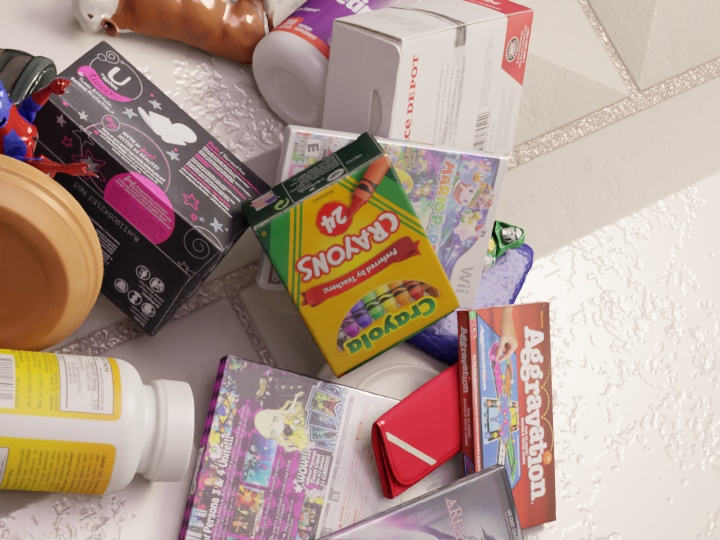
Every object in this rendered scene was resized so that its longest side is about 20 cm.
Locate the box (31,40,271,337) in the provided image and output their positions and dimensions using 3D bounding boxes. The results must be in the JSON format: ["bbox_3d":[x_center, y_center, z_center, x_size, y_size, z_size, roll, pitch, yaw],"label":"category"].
[{"bbox_3d":[-0.197,-0.069,1.477,0.200,0.132,0.115,42,38,-1],"label":"box"}]

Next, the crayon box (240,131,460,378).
[{"bbox_3d":[0.000,0.000,1.465,0.127,0.051,0.200,-30,123,-2],"label":"crayon box"}]

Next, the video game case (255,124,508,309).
[{"bbox_3d":[0.019,-0.044,1.497,0.199,0.018,0.144,6,109,-19],"label":"video game case"}]

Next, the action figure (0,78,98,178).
[{"bbox_3d":[-0.263,-0.133,1.338,0.099,0.200,0.065,-2,55,17],"label":"action figure"}]

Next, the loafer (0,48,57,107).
[{"bbox_3d":[-0.335,-0.114,1.500,0.063,0.072,0.200,23,56,10],"label":"loafer"}]

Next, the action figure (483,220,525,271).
[{"bbox_3d":[0.057,-0.034,1.568,0.199,0.055,0.119,2,70,-21],"label":"action figure"}]

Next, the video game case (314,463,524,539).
[{"bbox_3d":[0.055,0.266,1.482,0.199,0.019,0.143,-19,100,-23],"label":"video game case"}]

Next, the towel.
[{"bbox_3d":[0.050,-0.006,1.610,0.200,0.050,0.148,30,67,-6],"label":"towel"}]

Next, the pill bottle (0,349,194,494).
[{"bbox_3d":[-0.241,0.124,1.414,0.199,0.113,0.113,5,69,-18],"label":"pill bottle"}]

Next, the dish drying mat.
[{"bbox_3d":[0.082,0.124,1.528,0.200,0.018,0.077,-29,112,-42],"label":"dish drying mat"}]

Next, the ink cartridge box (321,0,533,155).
[{"bbox_3d":[0.059,-0.164,1.571,0.083,0.147,0.200,24,28,34],"label":"ink cartridge box"}]

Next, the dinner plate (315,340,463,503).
[{"bbox_3d":[0.043,0.151,1.561,0.199,0.024,0.201,6,70,-18],"label":"dinner plate"}]

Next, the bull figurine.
[{"bbox_3d":[-0.166,-0.255,1.592,0.199,0.122,0.065,15,24,-24],"label":"bull figurine"}]

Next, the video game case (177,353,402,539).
[{"bbox_3d":[-0.054,0.190,1.483,0.181,0.036,0.201,15,78,-15],"label":"video game case"}]

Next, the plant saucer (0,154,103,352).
[{"bbox_3d":[-0.308,-0.004,1.393,0.199,0.200,0.038,21,34,-12],"label":"plant saucer"}]

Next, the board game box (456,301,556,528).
[{"bbox_3d":[0.132,0.131,1.548,0.103,0.019,0.201,-6,94,-42],"label":"board game box"}]

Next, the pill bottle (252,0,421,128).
[{"bbox_3d":[-0.001,-0.222,1.629,0.112,0.112,0.200,45,62,0],"label":"pill bottle"}]
